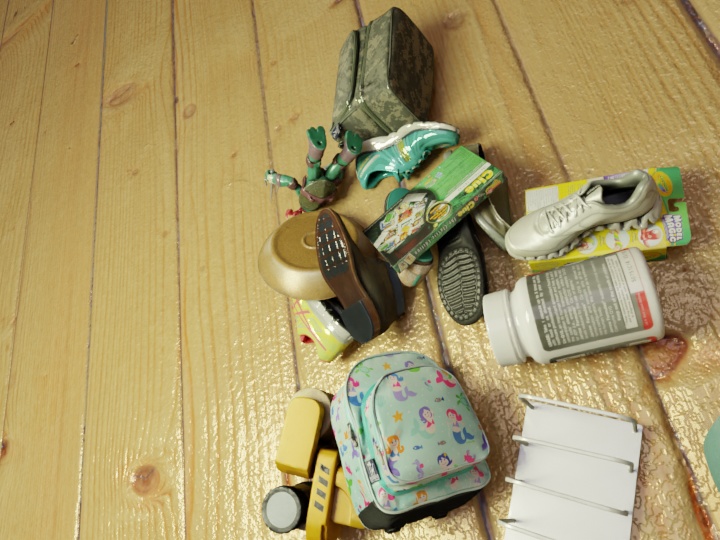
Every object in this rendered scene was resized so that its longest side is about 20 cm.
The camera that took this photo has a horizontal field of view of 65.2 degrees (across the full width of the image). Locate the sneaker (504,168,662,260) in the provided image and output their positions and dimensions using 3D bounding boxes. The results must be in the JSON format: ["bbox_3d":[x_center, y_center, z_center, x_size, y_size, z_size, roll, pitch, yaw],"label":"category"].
[{"bbox_3d":[0.276,-0.074,0.720,0.197,0.081,0.076,-22,63,21],"label":"sneaker"}]

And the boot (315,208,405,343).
[{"bbox_3d":[0.000,0.000,0.847,0.074,0.096,0.204,-21,86,44],"label":"boot"}]

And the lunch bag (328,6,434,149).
[{"bbox_3d":[0.027,-0.322,0.984,0.166,0.138,0.204,-14,62,40],"label":"lunch bag"}]

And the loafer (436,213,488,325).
[{"bbox_3d":[0.154,-0.018,0.821,0.072,0.071,0.204,-19,65,34],"label":"loafer"}]

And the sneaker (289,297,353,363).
[{"bbox_3d":[-0.083,0.069,0.913,0.200,0.077,0.091,48,116,44],"label":"sneaker"}]

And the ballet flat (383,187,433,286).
[{"bbox_3d":[0.066,-0.051,0.879,0.067,0.068,0.202,8,39,-10],"label":"ballet flat"}]

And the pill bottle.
[{"bbox_3d":[0.262,0.052,0.711,0.197,0.114,0.116,-17,63,21],"label":"pill bottle"}]

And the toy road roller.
[{"bbox_3d":[-0.037,0.275,0.780,0.143,0.123,0.204,6,75,15],"label":"toy road roller"}]

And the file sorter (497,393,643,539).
[{"bbox_3d":[0.233,0.254,0.638,0.136,0.124,0.204,7,72,29],"label":"file sorter"}]

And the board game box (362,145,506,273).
[{"bbox_3d":[0.102,-0.091,0.811,0.199,0.024,0.105,-40,39,1],"label":"board game box"}]

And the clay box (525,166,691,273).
[{"bbox_3d":[0.328,-0.067,0.764,0.196,0.048,0.117,-6,67,25],"label":"clay box"}]

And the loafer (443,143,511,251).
[{"bbox_3d":[0.189,-0.120,0.844,0.069,0.075,0.202,-32,58,17],"label":"loafer"}]

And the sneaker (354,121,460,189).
[{"bbox_3d":[0.079,-0.189,0.941,0.197,0.077,0.081,-15,72,33],"label":"sneaker"}]

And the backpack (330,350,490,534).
[{"bbox_3d":[0.056,0.201,0.720,0.152,0.174,0.202,112,145,-45],"label":"backpack"}]

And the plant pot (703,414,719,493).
[{"bbox_3d":[0.433,0.187,0.525,0.200,0.200,0.162,-42,43,6],"label":"plant pot"}]

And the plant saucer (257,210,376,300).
[{"bbox_3d":[-0.072,-0.038,0.914,0.196,0.036,0.202,-2,45,2],"label":"plant saucer"}]

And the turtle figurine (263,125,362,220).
[{"bbox_3d":[-0.078,-0.162,0.981,0.102,0.148,0.200,62,144,15],"label":"turtle figurine"}]
